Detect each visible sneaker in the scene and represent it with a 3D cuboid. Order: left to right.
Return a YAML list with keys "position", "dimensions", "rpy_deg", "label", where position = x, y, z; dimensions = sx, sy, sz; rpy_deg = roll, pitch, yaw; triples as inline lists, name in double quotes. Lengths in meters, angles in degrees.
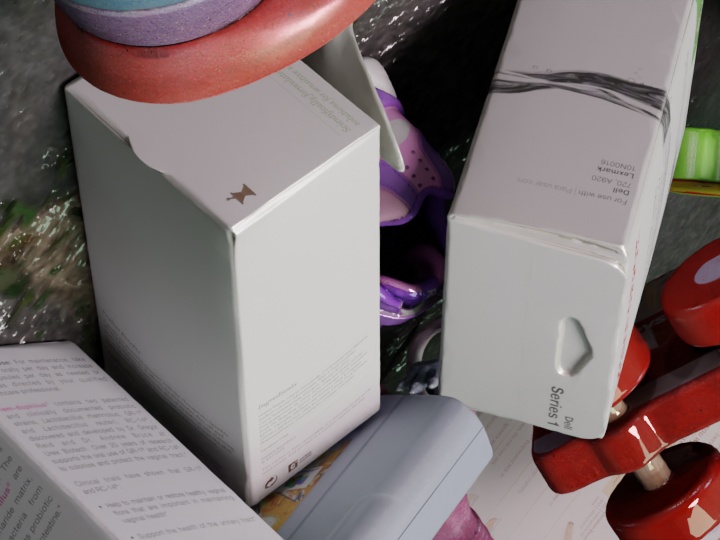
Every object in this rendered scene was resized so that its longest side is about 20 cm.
- position: [0.000, 0.000, 1.244]
  dimensions: [0.080, 0.088, 0.200]
  rpy_deg: [-33, 150, -32]
  label: "sneaker"

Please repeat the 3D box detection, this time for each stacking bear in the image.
- position: [-0.078, -0.162, 0.904]
  dimensions: [0.114, 0.121, 0.200]
  rpy_deg: [-46, 145, -22]
  label: "stacking bear"

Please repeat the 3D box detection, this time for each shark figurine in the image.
- position: [0.048, -0.155, 1.084]
  dimensions: [0.215, 0.089, 0.128]
  rpy_deg: [-53, 153, -27]
  label: "shark figurine"

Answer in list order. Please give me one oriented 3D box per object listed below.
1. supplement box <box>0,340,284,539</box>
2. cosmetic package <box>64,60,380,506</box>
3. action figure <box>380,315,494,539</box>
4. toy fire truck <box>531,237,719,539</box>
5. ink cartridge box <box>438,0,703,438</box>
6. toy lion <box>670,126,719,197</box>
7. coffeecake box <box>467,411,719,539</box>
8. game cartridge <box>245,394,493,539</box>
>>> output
- position: [-0.110, 0.127, 1.116]
  dimensions: [0.103, 0.200, 0.101]
  rpy_deg: [-3, 129, -57]
  label: "supplement box"
- position: [-0.055, -0.005, 1.134]
  dimensions: [0.085, 0.108, 0.200]
  rpy_deg: [-35, 151, -25]
  label: "cosmetic package"
- position: [0.038, 0.143, 1.415]
  dimensions: [0.200, 0.134, 0.149]
  rpy_deg: [60, 43, -22]
  label: "action figure"
- position: [0.170, 0.037, 1.352]
  dimensions: [0.200, 0.112, 0.168]
  rpy_deg: [-30, -159, 17]
  label: "toy fire truck"
- position: [0.099, -0.046, 1.238]
  dimensions: [0.146, 0.084, 0.200]
  rpy_deg: [90, 15, -52]
  label: "ink cartridge box"
- position: [0.231, -0.052, 1.405]
  dimensions: [0.200, 0.192, 0.069]
  rpy_deg: [6, 88, -22]
  label: "toy lion"
- position: [0.133, 0.121, 1.471]
  dimensions: [0.154, 0.200, 0.073]
  rpy_deg: [-52, 157, 6]
  label: "coffeecake box"
- position: [-0.045, 0.108, 1.213]
  dimensions: [0.042, 0.200, 0.133]
  rpy_deg: [61, 40, -22]
  label: "game cartridge"
